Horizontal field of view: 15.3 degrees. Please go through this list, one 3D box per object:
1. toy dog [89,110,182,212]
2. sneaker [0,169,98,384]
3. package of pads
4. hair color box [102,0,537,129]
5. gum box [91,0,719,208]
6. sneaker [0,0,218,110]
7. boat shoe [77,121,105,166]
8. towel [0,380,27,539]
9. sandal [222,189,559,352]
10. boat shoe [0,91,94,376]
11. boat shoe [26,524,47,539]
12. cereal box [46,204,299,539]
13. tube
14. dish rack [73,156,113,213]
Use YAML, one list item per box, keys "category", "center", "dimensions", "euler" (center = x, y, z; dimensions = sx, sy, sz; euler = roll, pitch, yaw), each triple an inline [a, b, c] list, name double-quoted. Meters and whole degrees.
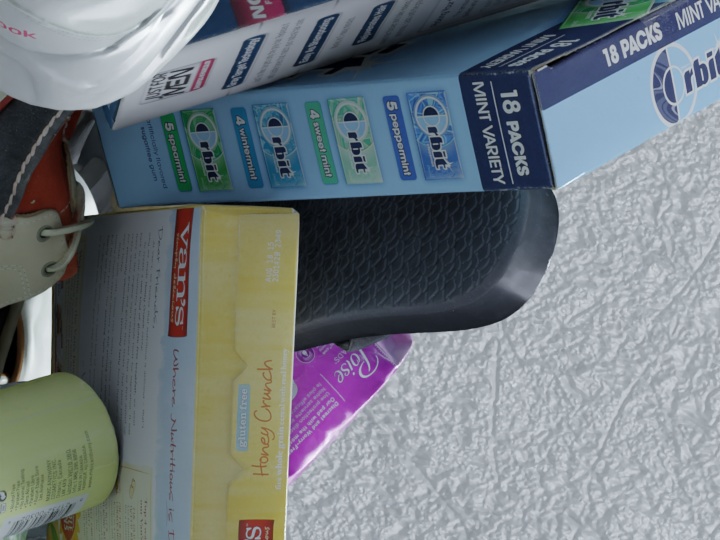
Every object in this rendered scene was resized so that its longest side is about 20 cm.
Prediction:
- category: "toy dog"
  center: [-0.080, -0.085, 1.151]
  dimensions: [0.132, 0.096, 0.200]
  euler: [-55, -164, 0]
- category: "sneaker"
  center: [-0.149, 0.045, 1.122]
  dimensions: [0.085, 0.073, 0.200]
  euler: [-44, 144, -36]
- category: "package of pads"
  center: [-0.059, 0.064, 1.246]
  dimensions: [0.121, 0.076, 0.200]
  euler: [-46, -176, -17]
- category: "hair color box"
  center: [0.007, -0.111, 0.874]
  dimensions: [0.200, 0.061, 0.100]
  euler: [-18, 173, -12]
- category: "gum box"
  center: [0.033, -0.070, 0.962]
  dimensions: [0.200, 0.045, 0.170]
  euler: [-2, -162, 40]
- category: "sneaker"
  center: [-0.027, -0.130, 0.686]
  dimensions: [0.200, 0.078, 0.099]
  euler: [-54, 178, -14]
- category: "boat shoe"
  center: [-0.049, -0.107, 1.304]
  dimensions: [0.200, 0.091, 0.071]
  euler: [-52, -179, 4]
- category: "towel"
  center: [-0.185, 0.140, 0.983]
  dimensions: [0.149, 0.031, 0.200]
  euler: [-4, 116, -46]
- category: "sandal"
  center: [0.000, 0.001, 0.979]
  dimensions: [0.200, 0.043, 0.076]
  euler: [3, -111, 51]
- category: "boat shoe"
  center: [-0.131, -0.014, 0.973]
  dimensions: [0.200, 0.063, 0.071]
  euler: [-53, 179, 38]
- category: "boat shoe"
  center: [-0.147, 0.139, 1.155]
  dimensions: [0.201, 0.070, 0.072]
  euler: [-30, -136, 57]
- category: "cereal box"
  center: [-0.073, 0.050, 0.973]
  dimensions: [0.200, 0.039, 0.144]
  euler: [-179, -89, -69]
- category: "tube"
  center: [-0.173, 0.081, 0.898]
  dimensions: [0.200, 0.058, 0.052]
  euler: [-18, -170, -41]
- category: "dish rack"
  center: [-0.187, 0.034, 1.264]
  dimensions: [0.200, 0.044, 0.172]
  euler: [-53, -178, -38]
